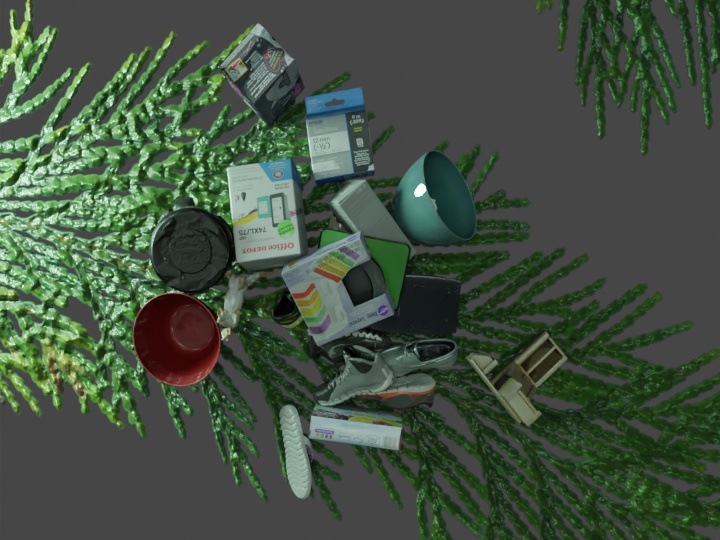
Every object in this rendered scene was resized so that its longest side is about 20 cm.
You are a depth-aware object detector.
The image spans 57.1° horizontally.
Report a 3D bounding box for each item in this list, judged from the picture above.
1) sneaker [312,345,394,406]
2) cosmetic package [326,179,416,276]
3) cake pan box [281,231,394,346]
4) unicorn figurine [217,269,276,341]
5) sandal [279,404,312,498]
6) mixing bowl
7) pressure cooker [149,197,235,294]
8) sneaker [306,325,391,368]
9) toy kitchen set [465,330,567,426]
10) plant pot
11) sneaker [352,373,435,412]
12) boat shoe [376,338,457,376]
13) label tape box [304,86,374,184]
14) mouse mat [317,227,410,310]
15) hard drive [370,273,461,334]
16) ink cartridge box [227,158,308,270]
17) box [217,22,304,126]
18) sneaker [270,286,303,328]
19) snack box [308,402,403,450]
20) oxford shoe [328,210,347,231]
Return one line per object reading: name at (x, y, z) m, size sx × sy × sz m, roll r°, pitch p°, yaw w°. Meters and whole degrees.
sneaker at (-0.032, 0.216, 1.431) m, size 0.195 × 0.076 × 0.117 m, roll -19°, pitch 119°, yaw 18°
cosmetic package at (0.024, -0.093, 1.431) m, size 0.090 × 0.106 × 0.202 m, roll -39°, pitch 106°, yaw -11°
cake pan box at (-0.042, 0.039, 1.389) m, size 0.195 × 0.053 × 0.188 m, roll -21°, pitch 111°, yaw 11°
unicorn figurine at (-0.264, 0.055, 1.430) m, size 0.072 × 0.138 × 0.204 m, roll 27°, pitch 75°, yaw 3°
sandal at (-0.132, 0.402, 1.479) m, size 0.049 × 0.081 × 0.210 m, roll -7°, pitch 85°, yaw -41°
mixing bowl at (-0.386, 0.138, 1.459) m, size 0.193 × 0.108 × 0.207 m, roll 1°, pitch 100°, yaw 6°
pressure cooker at (-0.364, -0.052, 1.427) m, size 0.176 × 0.200 × 0.179 m, roll 34°, pitch 87°, yaw -14°
sneaker at (-0.028, 0.173, 1.481) m, size 0.193 × 0.066 × 0.094 m, roll 4°, pitch 91°, yaw 6°
toy kitchen set at (0.340, 0.191, 1.399) m, size 0.180 × 0.200 × 0.164 m, roll -41°, pitch 88°, yaw 0°
plant pot at (0.145, -0.137, 1.438) m, size 0.133 × 0.198 × 0.205 m, roll -25°, pitch 87°, yaw 35°
sneaker at (0.072, 0.284, 1.469) m, size 0.193 × 0.077 × 0.084 m, roll -3°, pitch 112°, yaw 13°
boat shoe at (0.120, 0.182, 1.461) m, size 0.194 × 0.072 × 0.072 m, roll -7°, pitch 57°, yaw -3°
label tape box at (-0.049, -0.309, 1.494) m, size 0.138 × 0.066 × 0.207 m, roll -9°, pitch 90°, yaw 1°
mouse mat at (0.000, 0.000, 1.404) m, size 0.193 × 0.008 × 0.165 m, roll 11°, pitch 116°, yaw 1°
hard drive at (0.120, 0.071, 1.468) m, size 0.193 × 0.043 × 0.139 m, roll 3°, pitch 110°, yaw 0°
ink cartridge box at (-0.198, -0.116, 1.445) m, size 0.142 × 0.146 × 0.207 m, roll -8°, pitch 83°, yaw 1°
box at (-0.206, -0.417, 1.434) m, size 0.115 × 0.200 × 0.132 m, roll 44°, pitch 90°, yaw 1°
sneaker at (-0.121, 0.048, 1.457) m, size 0.074 × 0.084 × 0.202 m, roll 41°, pitch 99°, yaw 20°
snack box at (-0.008, 0.334, 1.434) m, size 0.193 × 0.142 × 0.055 m, roll 8°, pitch 90°, yaw 1°
oxford shoe at (-0.049, -0.071, 1.491) m, size 0.073 × 0.058 × 0.206 m, roll 14°, pitch 90°, yaw 0°
